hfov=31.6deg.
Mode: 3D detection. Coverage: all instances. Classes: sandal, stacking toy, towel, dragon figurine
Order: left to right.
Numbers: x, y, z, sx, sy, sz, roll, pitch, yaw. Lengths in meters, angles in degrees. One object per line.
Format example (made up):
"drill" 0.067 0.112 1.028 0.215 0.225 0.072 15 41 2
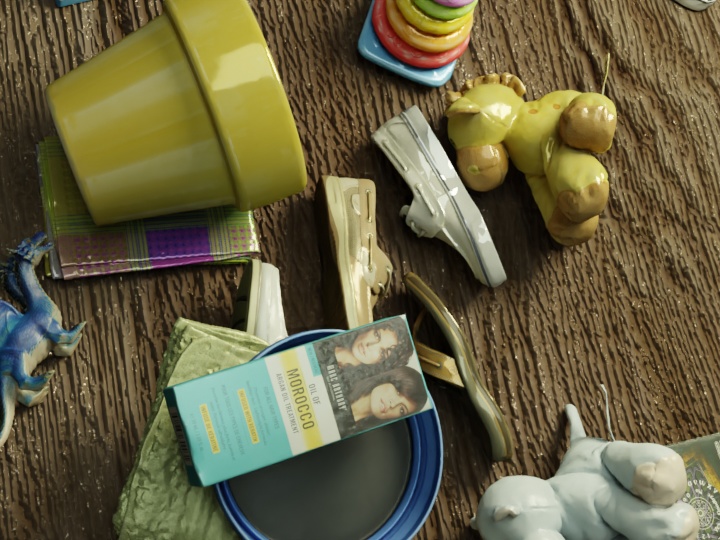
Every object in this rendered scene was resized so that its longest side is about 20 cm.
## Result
"dragon figurine" -0.304 0.064 1.092 0.099 0.059 0.201 29 63 -4
"towel" -0.203 -0.065 1.197 0.199 0.023 0.145 -6 70 -20
"towel" -0.115 0.151 1.070 0.148 0.036 0.201 19 77 -14
"stacking toy" 0.081 -0.285 1.272 0.109 0.200 0.117 21 63 -7
"sandal" 0.081 0.093 1.198 0.054 0.080 0.201 -25 81 -2

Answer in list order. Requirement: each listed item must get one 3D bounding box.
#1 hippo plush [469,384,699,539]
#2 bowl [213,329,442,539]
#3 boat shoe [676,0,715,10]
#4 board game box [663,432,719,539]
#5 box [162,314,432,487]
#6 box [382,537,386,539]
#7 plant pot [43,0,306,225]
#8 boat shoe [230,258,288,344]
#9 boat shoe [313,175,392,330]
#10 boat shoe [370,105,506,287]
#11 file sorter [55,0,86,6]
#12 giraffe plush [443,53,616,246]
"hippo plush" 0.189 0.213 1.127 0.160 0.159 0.201 -14 74 -22
"bowl" -0.029 0.151 1.058 0.199 0.039 0.202 2 82 -18
"boat shoe" 0.333 -0.369 1.456 0.199 0.068 0.074 31 63 -3
"board game box" 0.327 0.264 1.221 0.134 0.028 0.201 -8 72 -20
"box" -0.049 0.102 1.011 0.199 0.049 0.083 -17 88 -20
"box" -0.054 0.293 1.074 0.199 0.064 0.070 -18 75 -22
"plant pot" -0.169 -0.133 1.127 0.188 0.201 0.202 -21 75 -7
"boat shoe" -0.080 0.091 1.147 0.068 0.075 0.202 5 78 -16
"boat shoe" 0.000 0.000 1.204 0.064 0.071 0.201 -1 68 -16
"boat shoe" 0.073 -0.064 1.263 0.070 0.071 0.201 -29 82 3
"file sorter" -0.224 -0.372 1.258 0.199 0.123 0.139 -18 74 -22
"giraffe plush" 0.160 -0.132 1.270 0.161 0.173 0.201 6 68 2
